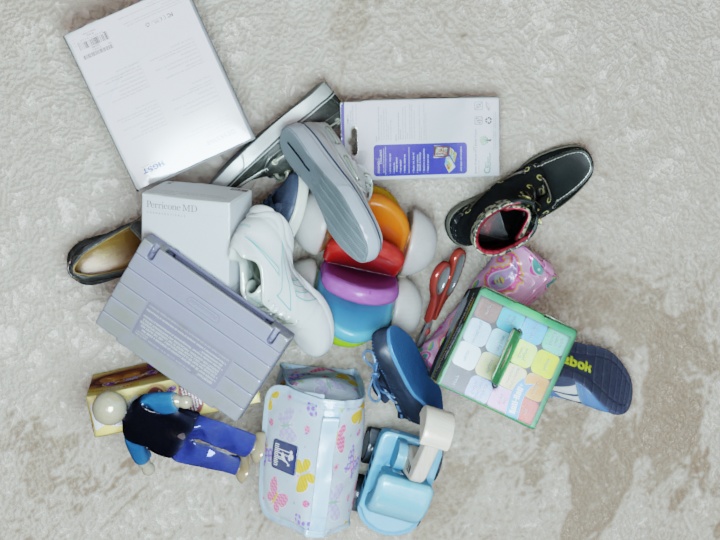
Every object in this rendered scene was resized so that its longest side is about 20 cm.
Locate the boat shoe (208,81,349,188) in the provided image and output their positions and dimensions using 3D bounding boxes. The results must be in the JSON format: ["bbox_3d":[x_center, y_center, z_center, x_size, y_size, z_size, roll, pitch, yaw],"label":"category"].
[{"bbox_3d":[-0.099,-0.141,1.676,0.200,0.071,0.064,-40,100,-1],"label":"boat shoe"}]

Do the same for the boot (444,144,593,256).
[{"bbox_3d":[0.205,-0.080,1.675,0.203,0.154,0.074,-29,101,-1],"label":"boot"}]

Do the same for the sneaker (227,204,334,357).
[{"bbox_3d":[-0.097,0.027,1.595,0.080,0.070,0.200,-51,125,-40],"label":"sneaker"}]

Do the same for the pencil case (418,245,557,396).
[{"bbox_3d":[0.156,0.057,1.726,0.087,0.087,0.200,38,91,-10],"label":"pencil case"}]

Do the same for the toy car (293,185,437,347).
[{"bbox_3d":[0.000,0.000,1.668,0.175,0.150,0.200,12,97,-8],"label":"toy car"}]

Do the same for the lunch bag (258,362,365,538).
[{"bbox_3d":[-0.057,0.210,1.670,0.127,0.200,0.170,5,99,-7],"label":"lunch bag"}]

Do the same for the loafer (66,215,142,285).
[{"bbox_3d":[-0.257,-0.032,1.675,0.200,0.072,0.073,-26,99,-2],"label":"loafer"}]

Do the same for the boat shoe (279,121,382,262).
[{"bbox_3d":[-0.017,-0.100,1.596,0.067,0.074,0.200,-19,65,-28],"label":"boat shoe"}]

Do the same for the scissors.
[{"bbox_3d":[0.090,0.064,1.751,0.014,0.073,0.200,26,119,22],"label":"scissors"}]

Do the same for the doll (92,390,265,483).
[{"bbox_3d":[-0.216,0.190,1.610,0.200,0.049,0.137,23,125,-21],"label":"doll"}]

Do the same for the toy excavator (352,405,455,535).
[{"bbox_3d":[0.060,0.242,1.686,0.100,0.200,0.195,17,98,-9],"label":"toy excavator"}]

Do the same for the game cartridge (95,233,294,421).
[{"bbox_3d":[-0.188,0.066,1.570,0.200,0.038,0.130,35,115,3],"label":"game cartridge"}]

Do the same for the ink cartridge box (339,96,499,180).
[{"bbox_3d":[0.070,-0.161,1.702,0.200,0.039,0.100,-2,100,-11],"label":"ink cartridge box"}]

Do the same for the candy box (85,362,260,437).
[{"bbox_3d":[-0.224,0.142,1.684,0.200,0.117,0.057,-13,101,-4],"label":"candy box"}]

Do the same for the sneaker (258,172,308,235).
[{"bbox_3d":[-0.138,-0.042,1.666,0.084,0.075,0.200,27,107,-21],"label":"sneaker"}]

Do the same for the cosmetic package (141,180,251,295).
[{"bbox_3d":[-0.190,0.003,1.611,0.113,0.081,0.200,5,107,14],"label":"cosmetic package"}]

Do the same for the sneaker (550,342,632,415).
[{"bbox_3d":[0.258,0.128,1.760,0.200,0.082,0.074,26,64,-24],"label":"sneaker"}]

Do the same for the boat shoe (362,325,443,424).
[{"bbox_3d":[0.043,0.138,1.668,0.069,0.084,0.200,-8,140,17],"label":"boat shoe"}]

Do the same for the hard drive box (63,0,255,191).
[{"bbox_3d":[-0.235,-0.216,1.647,0.156,0.077,0.200,-24,100,-2],"label":"hard drive box"}]

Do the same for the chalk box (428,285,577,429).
[{"bbox_3d":[0.161,0.098,1.583,0.124,0.200,0.125,25,89,-1],"label":"chalk box"}]
